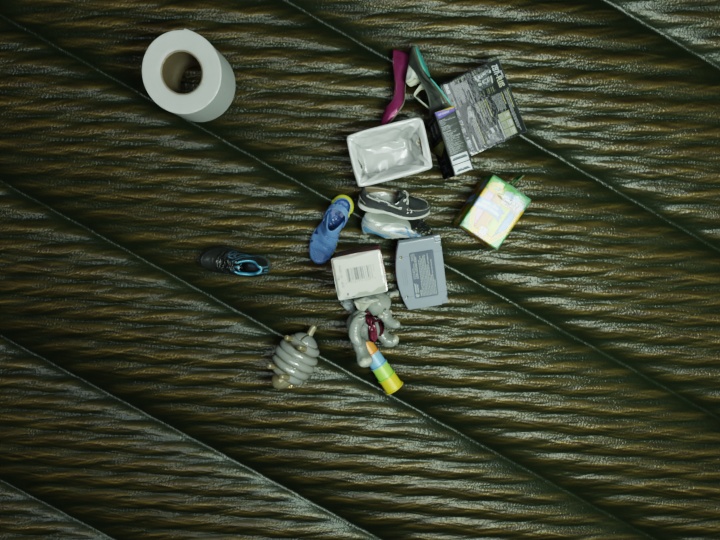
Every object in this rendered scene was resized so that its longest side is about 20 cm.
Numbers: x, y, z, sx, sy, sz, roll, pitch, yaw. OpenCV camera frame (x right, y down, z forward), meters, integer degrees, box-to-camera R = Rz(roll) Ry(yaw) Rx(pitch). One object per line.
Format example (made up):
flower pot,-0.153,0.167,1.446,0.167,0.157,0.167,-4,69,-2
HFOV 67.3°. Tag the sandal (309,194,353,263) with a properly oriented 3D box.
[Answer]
sandal,-0.084,-0.111,1.459,0.079,0.087,0.201,22,99,-3

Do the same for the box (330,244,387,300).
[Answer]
box,0.000,0.000,1.412,0.127,0.200,0.110,-11,96,2

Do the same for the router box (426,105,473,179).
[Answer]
router box,0.223,-0.316,1.369,0.052,0.200,0.158,-19,97,4

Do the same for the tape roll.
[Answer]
tape roll,-0.437,-0.494,1.393,0.202,0.139,0.204,0,96,1

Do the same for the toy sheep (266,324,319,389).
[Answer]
toy sheep,-0.178,0.237,1.481,0.138,0.138,0.200,36,90,-3

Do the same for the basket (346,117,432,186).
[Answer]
basket,0.074,-0.304,1.412,0.199,0.123,0.136,-13,97,4

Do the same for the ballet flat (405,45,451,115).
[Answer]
ballet flat,0.154,-0.475,1.361,0.068,0.068,0.201,-31,71,17

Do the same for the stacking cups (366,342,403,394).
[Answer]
stacking cups,0.042,0.249,1.511,0.060,0.061,0.200,-32,95,5

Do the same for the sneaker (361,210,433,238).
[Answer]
sneaker,0.099,-0.115,1.471,0.199,0.072,0.073,10,139,-8

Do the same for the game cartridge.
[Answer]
game cartridge,0.162,0.005,1.471,0.132,0.042,0.201,-7,112,6

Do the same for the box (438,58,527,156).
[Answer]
box,0.313,-0.418,1.411,0.163,0.086,0.201,-24,96,4

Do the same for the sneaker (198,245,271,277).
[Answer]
sneaker,-0.348,-0.024,1.477,0.199,0.082,0.074,5,99,2

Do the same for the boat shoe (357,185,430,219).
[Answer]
boat shoe,0.094,-0.187,1.438,0.199,0.074,0.060,9,139,-6

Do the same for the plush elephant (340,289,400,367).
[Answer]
plush elephant,0.042,0.124,1.441,0.155,0.164,0.201,-43,73,43

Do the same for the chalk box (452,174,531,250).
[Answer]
chalk box,0.354,-0.172,1.422,0.124,0.125,0.200,32,95,-3

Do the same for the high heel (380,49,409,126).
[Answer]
high heel,0.081,-0.475,1.421,0.096,0.067,0.201,30,84,-6
